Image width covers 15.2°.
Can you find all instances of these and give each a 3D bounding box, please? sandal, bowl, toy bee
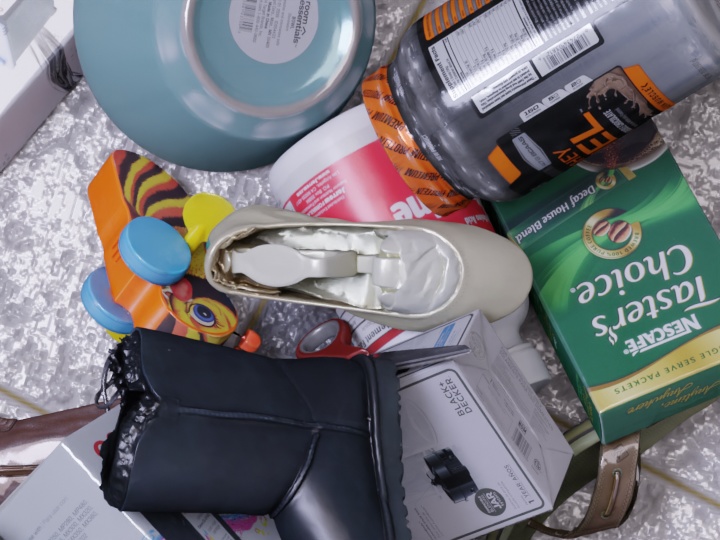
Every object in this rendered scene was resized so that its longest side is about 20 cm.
[{"bbox_3d":[0.156,0.123,1.669,0.201,0.080,0.057,-37,69,-5],"label":"sandal"},{"bbox_3d":[-0.070,-0.155,1.680,0.200,0.105,0.202,-3,99,-19],"label":"bowl"},{"bbox_3d":[-0.119,0.021,1.692,0.108,0.131,0.201,21,60,-27],"label":"toy bee"}]

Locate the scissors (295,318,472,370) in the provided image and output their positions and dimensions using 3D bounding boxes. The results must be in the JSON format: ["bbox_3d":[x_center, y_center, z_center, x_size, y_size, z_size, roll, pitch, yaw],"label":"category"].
[{"bbox_3d":[-0.003,0.061,1.587,0.073,0.200,0.014,-40,110,-18],"label":"scissors"}]

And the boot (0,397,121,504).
[{"bbox_3d":[-0.207,0.087,1.704,0.199,0.064,0.188,-6,93,5],"label":"boot"}]

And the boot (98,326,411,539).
[{"bbox_3d":[-0.060,0.132,1.487,0.167,0.076,0.201,5,69,-20],"label":"boot"}]

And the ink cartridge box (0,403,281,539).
[{"bbox_3d":[-0.092,0.169,1.555,0.200,0.146,0.083,47,121,7],"label":"ink cartridge box"}]

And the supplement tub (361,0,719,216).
[{"bbox_3d":[0.108,-0.122,1.585,0.199,0.122,0.123,-31,79,16],"label":"supplement tub"}]

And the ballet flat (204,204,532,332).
[{"bbox_3d":[0.000,0.000,1.601,0.199,0.069,0.070,5,80,15],"label":"ballet flat"}]

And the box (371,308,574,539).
[{"bbox_3d":[0.012,0.114,1.623,0.199,0.060,0.117,-25,110,30],"label":"box"}]

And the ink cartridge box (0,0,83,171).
[{"bbox_3d":[-0.243,-0.173,1.743,0.146,0.086,0.200,38,82,7],"label":"ink cartridge box"}]

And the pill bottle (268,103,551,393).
[{"bbox_3d":[0.034,0.001,1.684,0.112,0.112,0.201,-28,80,-3],"label":"pill bottle"}]

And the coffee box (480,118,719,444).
[{"bbox_3d":[0.163,-0.002,1.675,0.122,0.044,0.201,-20,58,-5],"label":"coffee box"}]

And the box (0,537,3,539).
[{"bbox_3d":[-0.221,0.279,1.528,0.199,0.171,0.200,-41,80,-6],"label":"box"}]

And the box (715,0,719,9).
[{"bbox_3d":[0.218,-0.211,1.708,0.199,0.124,0.149,-25,79,-3],"label":"box"}]
